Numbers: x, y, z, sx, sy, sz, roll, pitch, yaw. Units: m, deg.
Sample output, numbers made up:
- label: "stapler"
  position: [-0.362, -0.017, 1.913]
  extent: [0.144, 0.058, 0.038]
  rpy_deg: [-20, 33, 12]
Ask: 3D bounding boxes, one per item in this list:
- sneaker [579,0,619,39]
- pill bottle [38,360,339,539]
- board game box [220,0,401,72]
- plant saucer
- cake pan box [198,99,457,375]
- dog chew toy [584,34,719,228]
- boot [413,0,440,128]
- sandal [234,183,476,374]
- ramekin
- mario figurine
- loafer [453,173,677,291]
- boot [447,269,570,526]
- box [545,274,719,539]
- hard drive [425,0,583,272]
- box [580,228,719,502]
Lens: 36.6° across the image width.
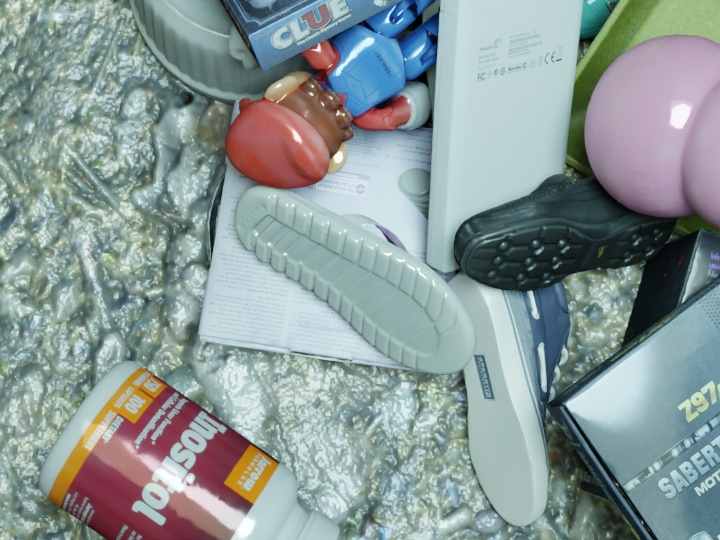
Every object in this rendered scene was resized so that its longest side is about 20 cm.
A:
- label: "sneaker"
  position: [0.252, -0.204, 0.847]
  extent: [0.197, 0.072, 0.081]
  rpy_deg: [-14, 68, -6]
- label: "pill bottle"
  position: [-0.118, 0.163, 0.777]
  extent: [0.199, 0.113, 0.114]
  rpy_deg: [34, 83, 0]
- label: "board game box"
  position: [-0.007, -0.229, 0.725]
  extent: [0.198, 0.035, 0.136]
  rpy_deg: [-28, 57, -5]
- label: "plant saucer"
  position: [0.263, -0.130, 0.816]
  extent: [0.199, 0.201, 0.048]
  rpy_deg: [32, 39, 1]
- label: "cake pan box"
  position: [-0.021, -0.024, 0.833]
  extent: [0.197, 0.052, 0.187]
  rpy_deg: [7, 82, -3]
- label: "dog chew toy"
  position: [0.246, -0.081, 0.715]
  extent: [0.199, 0.124, 0.125]
  rpy_deg: [28, 81, 43]
- label: "boot"
  position: [0.112, -0.207, 0.850]
  extent: [0.142, 0.072, 0.203]
  rpy_deg: [1, 81, -5]
- label: "sandal"
  position: [0.003, -0.005, 0.780]
  extent: [0.202, 0.083, 0.050]
  rpy_deg: [36, 41, 2]
- label: "ramekin"
  position: [-0.083, -0.236, 0.822]
  extent: [0.197, 0.105, 0.203]
  rpy_deg: [0, 84, -4]
- label: "mario figurine"
  position: [-0.016, -0.141, 0.767]
  extent: [0.199, 0.106, 0.124]
  rpy_deg: [-40, 82, -3]
- label: "loafer"
  position: [0.143, -0.033, 0.789]
  extent: [0.199, 0.069, 0.071]
  rpy_deg: [-10, 47, -33]
- label: "boot"
  position: [0.128, 0.085, 0.821]
  extent: [0.090, 0.072, 0.203]
  rpy_deg: [-21, 107, -34]
- label: "box"
  position: [0.246, 0.096, 0.711]
  extent: [0.199, 0.051, 0.159]
  rpy_deg: [-34, 86, -6]
- label: "hard drive"
  position: [0.104, -0.111, 0.779]
  extent: [0.131, 0.027, 0.202]
  rpy_deg: [-21, 123, -37]
- label: "box"
  position: [0.249, 0.086, 0.799]
  extent: [0.105, 0.122, 0.202]
  rpy_deg: [18, 83, 0]
